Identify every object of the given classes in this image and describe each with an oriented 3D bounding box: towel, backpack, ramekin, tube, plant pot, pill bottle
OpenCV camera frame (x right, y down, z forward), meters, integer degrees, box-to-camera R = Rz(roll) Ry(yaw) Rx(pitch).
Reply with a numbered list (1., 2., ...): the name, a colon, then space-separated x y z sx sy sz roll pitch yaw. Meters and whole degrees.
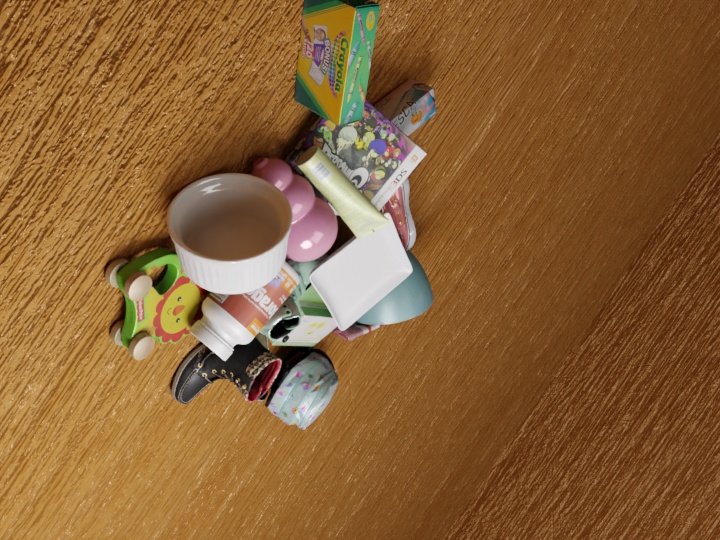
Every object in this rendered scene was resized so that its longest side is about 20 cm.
1. towel: 0.016 0.092 1.770 0.199 0.144 0.023 -24 115 -29
2. backpack: -0.123 0.255 1.722 0.168 0.126 0.200 -65 174 7
3. ramekin: -0.210 -0.057 1.308 0.200 0.200 0.098 -34 150 -30
4. tube: -0.034 -0.136 1.443 0.052 0.058 0.200 -50 117 -13
5. plant pot: 0.052 0.012 1.742 0.199 0.199 0.136 -27 119 -37
6. pill bottle: -0.209 0.057 1.432 0.200 0.112 0.112 -51 148 -11

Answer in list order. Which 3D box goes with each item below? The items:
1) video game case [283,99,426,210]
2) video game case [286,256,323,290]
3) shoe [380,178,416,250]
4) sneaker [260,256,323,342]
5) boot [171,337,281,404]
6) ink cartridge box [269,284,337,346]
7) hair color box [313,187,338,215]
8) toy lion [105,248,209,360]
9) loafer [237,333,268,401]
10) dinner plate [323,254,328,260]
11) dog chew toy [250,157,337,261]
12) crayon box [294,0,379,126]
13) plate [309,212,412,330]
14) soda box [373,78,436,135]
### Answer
1. video game case: -0.008 -0.207 1.465 0.200 0.036 0.182 38 98 -23
2. video game case: -0.153 -0.021 1.549 0.199 0.023 0.183 4 113 -47
3. shoe: 0.053 -0.105 1.616 0.091 0.071 0.201 -34 138 -26
4. sneaker: -0.123 0.054 1.522 0.200 0.118 0.074 -42 138 -17
5. boot: -0.253 0.198 1.517 0.200 0.150 0.073 -49 148 -10
6. ink cartridge box: -0.081 0.080 1.643 0.200 0.048 0.145 -40 155 22
7. hair color box: -0.011 -0.168 1.591 0.199 0.065 0.110 0 118 -51
8. toy lion: -0.333 0.047 1.368 0.191 0.068 0.201 -34 142 -42
9. loafer: -0.211 0.189 1.643 0.075 0.069 0.201 -31 141 -34
10. dinner plate: -0.125 0.051 1.677 0.200 0.024 0.201 -33 142 -30
11. dog chew toy: -0.125 -0.113 1.421 0.124 0.124 0.201 -43 119 -19
12. crayon box: -0.042 -0.356 1.324 0.058 0.119 0.201 -24 136 -40
13. plate: 0.000 0.000 1.583 0.199 0.032 0.200 -40 140 -10
14. soda box: 0.058 -0.290 1.559 0.200 0.068 0.064 -42 143 -25
